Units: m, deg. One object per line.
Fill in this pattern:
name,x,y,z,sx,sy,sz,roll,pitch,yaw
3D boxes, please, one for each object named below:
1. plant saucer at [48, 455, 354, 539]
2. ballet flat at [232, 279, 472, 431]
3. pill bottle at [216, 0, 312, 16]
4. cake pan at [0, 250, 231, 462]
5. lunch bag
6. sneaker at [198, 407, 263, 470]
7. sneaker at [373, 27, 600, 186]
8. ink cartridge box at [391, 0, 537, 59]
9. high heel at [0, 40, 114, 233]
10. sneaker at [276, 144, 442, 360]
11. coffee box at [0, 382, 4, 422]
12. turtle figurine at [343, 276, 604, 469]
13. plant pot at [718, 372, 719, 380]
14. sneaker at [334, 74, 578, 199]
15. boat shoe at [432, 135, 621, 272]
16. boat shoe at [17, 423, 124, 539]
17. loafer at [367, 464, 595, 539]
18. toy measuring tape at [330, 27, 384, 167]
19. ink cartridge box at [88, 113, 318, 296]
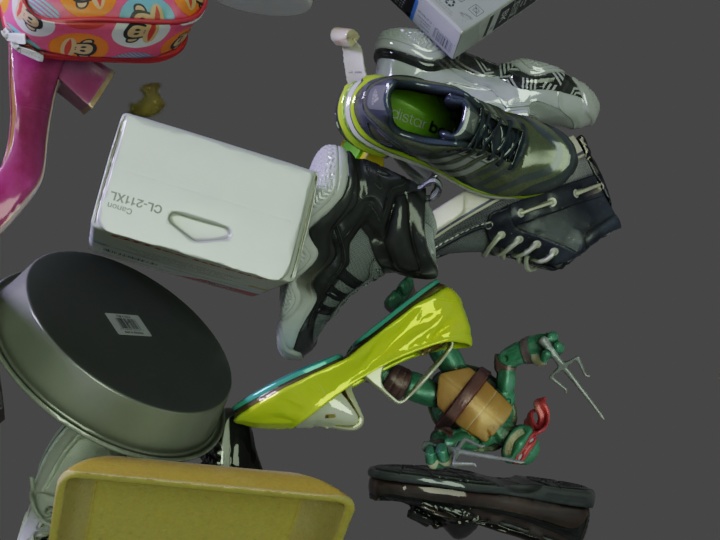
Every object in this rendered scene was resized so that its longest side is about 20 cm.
plant saucer,-0.122,0.202,0.941,0.197,0.049,0.201,8,127,-14
ballet flat,0.000,0.082,1.016,0.199,0.067,0.067,-31,85,-10
pill bottle,-0.069,-0.315,1.063,0.118,0.120,0.203,10,83,-12
cake pan,-0.176,0.055,0.975,0.199,0.201,0.037,34,111,-9
lunch bag,-0.216,-0.261,1.019,0.174,0.082,0.202,-3,72,-25
sneaker,-0.077,0.207,1.052,0.089,0.070,0.203,-3,91,-19
sneaker,0.097,-0.122,1.112,0.198,0.075,0.116,15,83,-6
ink cartridge box,0.114,-0.263,1.113,0.199,0.039,0.099,-36,73,-26
high heel,-0.277,-0.108,1.021,0.096,0.067,0.201,36,74,-18
sneaker,0.000,0.000,1.026,0.112,0.201,0.076,10,40,-7
coffee box,-0.302,0.061,0.938,0.079,0.200,0.116,-7,87,-12
turtle figurine,0.087,0.103,1.079,0.199,0.101,0.150,36,64,7
plant pot,0.422,0.070,1.120,0.199,0.200,0.178,38,90,-8
sneaker,0.082,-0.102,1.026,0.198,0.081,0.075,11,87,-17
boat shoe,0.127,-0.031,1.109,0.199,0.075,0.093,-29,85,-14
boat shoe,-0.228,0.203,1.004,0.074,0.086,0.204,23,82,-11
loafer,0.099,0.199,1.091,0.198,0.072,0.064,8,88,-15
toy measuring tape,-0.019,-0.088,1.065,0.073,0.074,0.202,-13,111,-14
ink cartridge box,-0.121,-0.042,0.988,0.144,0.200,0.084,17,83,-11
